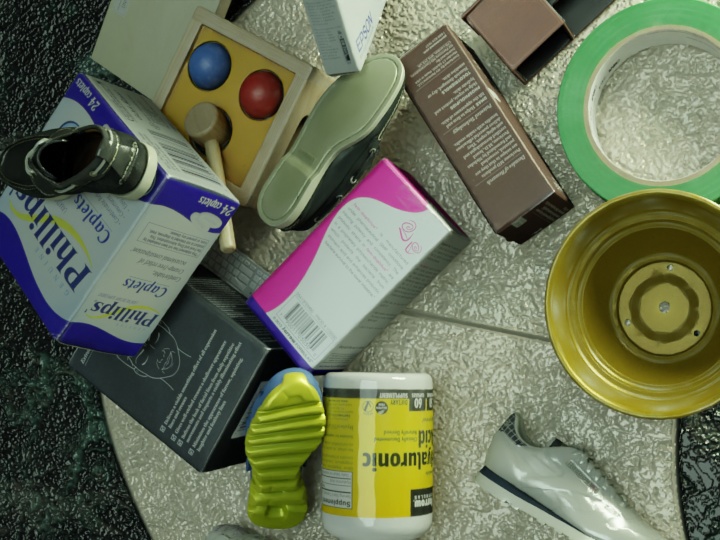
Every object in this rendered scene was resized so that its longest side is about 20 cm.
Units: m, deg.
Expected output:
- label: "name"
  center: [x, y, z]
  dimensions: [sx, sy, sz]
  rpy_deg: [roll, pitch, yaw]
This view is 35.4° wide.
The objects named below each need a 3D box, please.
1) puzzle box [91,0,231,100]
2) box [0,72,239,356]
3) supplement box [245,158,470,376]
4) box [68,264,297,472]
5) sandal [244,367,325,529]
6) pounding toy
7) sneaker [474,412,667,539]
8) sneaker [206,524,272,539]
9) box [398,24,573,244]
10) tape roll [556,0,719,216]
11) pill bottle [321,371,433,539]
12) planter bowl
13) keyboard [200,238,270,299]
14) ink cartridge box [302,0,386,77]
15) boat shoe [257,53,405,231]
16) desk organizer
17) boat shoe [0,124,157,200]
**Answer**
- label: "puzzle box"
  center: [-0.212, -0.292, 1.246]
  dimensions: [0.132, 0.025, 0.202]
  rpy_deg: [35, 114, 17]
- label: "box"
  center: [-0.249, -0.054, 1.109]
  dimensions: [0.184, 0.104, 0.201]
  rpy_deg: [46, 108, 33]
- label: "supplement box"
  center: [0.000, 0.000, 1.124]
  dimensions: [0.200, 0.103, 0.101]
  rpy_deg: [-45, 74, 11]
- label: "box"
  center: [-0.179, 0.089, 1.186]
  dimensions: [0.199, 0.107, 0.150]
  rpy_deg: [34, 101, 20]
- label: "sandal"
  center: [-0.082, 0.166, 1.124]
  dimensions: [0.078, 0.088, 0.202]
  rpy_deg: [5, 131, -13]
- label: "pounding toy"
  center: [-0.131, -0.141, 1.171]
  dimensions: [0.183, 0.142, 0.202]
  rpy_deg: [30, 97, 21]
- label: "sneaker"
  center: [0.205, 0.209, 1.049]
  dimensions: [0.198, 0.076, 0.081]
  rpy_deg: [27, 86, 20]
- label: "sneaker"
  center: [-0.115, 0.299, 1.148]
  dimensions: [0.199, 0.074, 0.101]
  rpy_deg: [-29, 69, 32]
- label: "box"
  center: [0.119, -0.130, 1.094]
  dimensions: [0.075, 0.100, 0.202]
  rpy_deg: [-33, 75, 15]
- label: "tape roll"
  center: [0.286, -0.150, 1.058]
  dimensions: [0.198, 0.048, 0.204]
  rpy_deg: [-2, 85, 22]
- label: "pill bottle"
  center: [0.016, 0.201, 1.100]
  dimensions: [0.110, 0.111, 0.203]
  rpy_deg: [-1, 86, 21]
- label: "planter bowl"
  center: [0.273, 0.032, 1.028]
  dimensions: [0.198, 0.083, 0.204]
  rpy_deg: [-2, 85, 21]
- label: "keyboard"
  center: [-0.149, 0.000, 1.236]
  dimensions: [0.199, 0.011, 0.057]
  rpy_deg: [36, 99, 21]
- label: "ink cartridge box"
  center: [-0.022, -0.323, 1.073]
  dimensions: [0.040, 0.202, 0.201]
  rpy_deg: [-5, 40, 20]
- label: "boat shoe"
  center: [-0.016, -0.117, 1.094]
  dimensions: [0.074, 0.066, 0.200]
  rpy_deg: [39, 96, 36]
- label: "desk organizer"
  center: [0.201, -0.281, 1.091]
  dimensions: [0.200, 0.072, 0.077]
  rpy_deg: [-43, 74, 13]
- label: "boat shoe"
  center: [-0.274, -0.104, 1.033]
  dimensions: [0.198, 0.067, 0.073]
  rpy_deg: [5, 82, 39]
